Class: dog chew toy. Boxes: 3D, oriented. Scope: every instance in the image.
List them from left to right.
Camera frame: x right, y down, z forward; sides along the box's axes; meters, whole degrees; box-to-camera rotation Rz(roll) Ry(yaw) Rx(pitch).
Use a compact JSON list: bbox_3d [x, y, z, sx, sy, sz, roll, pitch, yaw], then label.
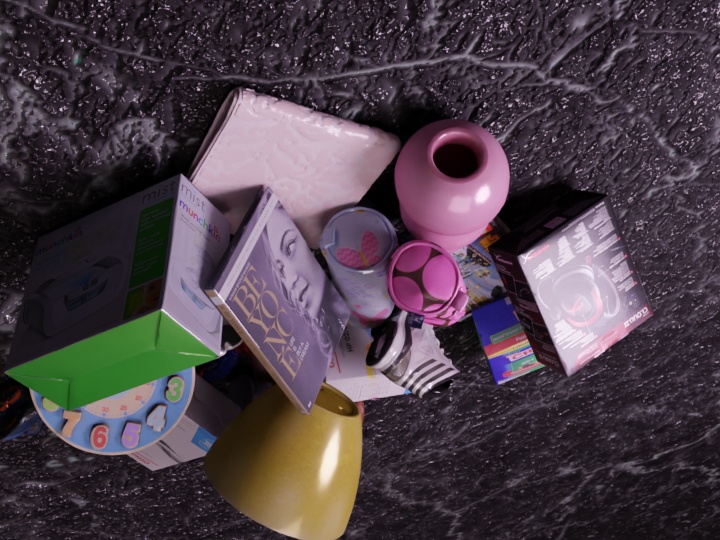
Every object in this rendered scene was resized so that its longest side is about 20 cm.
[{"bbox_3d":[0.096,-0.081,1.000,0.123,0.126,0.200,-13,160,-6],"label":"dog chew toy"}]

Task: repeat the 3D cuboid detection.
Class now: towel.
[{"bbox_3d":[-0.084,-0.103,0.964,0.198,0.032,0.191,10,138,-33],"label":"towel"}]

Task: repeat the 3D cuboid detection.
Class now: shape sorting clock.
[{"bbox_3d":[-0.302,0.129,1.091,0.198,0.202,0.039,-11,-172,-9],"label":"shape sorting clock"}]

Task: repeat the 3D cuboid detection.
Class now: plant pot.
[{"bbox_3d":[-0.076,0.215,1.114,0.199,0.200,0.143,19,102,-41],"label":"plant pot"}]

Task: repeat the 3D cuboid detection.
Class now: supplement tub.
[{"bbox_3d":[-0.097,0.202,1.319,0.199,0.108,0.107,16,134,-39],"label":"supplement tub"}]

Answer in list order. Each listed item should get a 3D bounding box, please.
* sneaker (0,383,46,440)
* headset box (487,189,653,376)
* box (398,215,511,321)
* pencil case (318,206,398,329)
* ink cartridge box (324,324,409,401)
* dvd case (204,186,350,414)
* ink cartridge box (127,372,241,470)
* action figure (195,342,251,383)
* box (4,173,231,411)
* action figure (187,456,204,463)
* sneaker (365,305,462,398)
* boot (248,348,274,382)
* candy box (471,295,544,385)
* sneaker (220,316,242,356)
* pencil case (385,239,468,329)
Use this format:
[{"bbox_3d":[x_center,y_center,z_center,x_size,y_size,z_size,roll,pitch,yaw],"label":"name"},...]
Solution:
[{"bbox_3d":[-0.400,0.155,1.169,0.199,0.076,0.078,-31,160,24],"label":"sneaker"},{"bbox_3d":[0.270,0.023,1.128,0.148,0.075,0.201,-33,110,-14],"label":"headset box"},{"bbox_3d":[0.142,-0.011,1.182,0.136,0.040,0.200,-28,144,18],"label":"box"},{"bbox_3d":[0.000,0.000,1.069,0.090,0.084,0.200,16,159,7],"label":"pencil case"},{"bbox_3d":[-0.007,0.113,1.224,0.198,0.116,0.068,-7,145,-15],"label":"ink cartridge box"},{"bbox_3d":[-0.080,0.034,0.958,0.016,0.149,0.201,-7,133,32],"label":"dvd case"},{"bbox_3d":[-0.277,0.210,1.226,0.199,0.067,0.116,-22,130,32],"label":"ink cartridge box"},{"bbox_3d":[-0.150,0.117,1.210,0.098,0.066,0.200,22,132,-24],"label":"action figure"},{"bbox_3d":[-0.240,0.024,0.914,0.198,0.178,0.097,-20,139,22],"label":"box"},{"bbox_3d":[-0.171,0.265,1.329,0.070,0.130,0.200,-49,162,10],"label":"action figure"},{"bbox_3d":[0.075,0.100,1.158,0.115,0.201,0.076,41,117,-9],"label":"sneaker"},{"bbox_3d":[-0.146,0.075,1.097,0.185,0.064,0.201,-20,129,-10],"label":"boot"},{"bbox_3d":[0.256,0.086,1.302,0.168,0.078,0.200,-22,157,5],"label":"candy box"},{"bbox_3d":[-0.132,0.033,1.000,0.199,0.081,0.083,-30,-175,-37],"label":"sneaker"},{"bbox_3d":[0.082,0.023,1.028,0.093,0.092,0.200,22,179,10],"label":"pencil case"}]
